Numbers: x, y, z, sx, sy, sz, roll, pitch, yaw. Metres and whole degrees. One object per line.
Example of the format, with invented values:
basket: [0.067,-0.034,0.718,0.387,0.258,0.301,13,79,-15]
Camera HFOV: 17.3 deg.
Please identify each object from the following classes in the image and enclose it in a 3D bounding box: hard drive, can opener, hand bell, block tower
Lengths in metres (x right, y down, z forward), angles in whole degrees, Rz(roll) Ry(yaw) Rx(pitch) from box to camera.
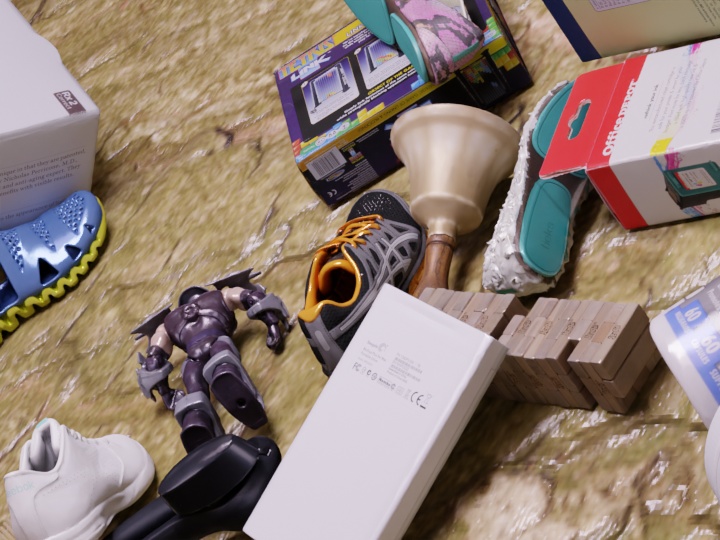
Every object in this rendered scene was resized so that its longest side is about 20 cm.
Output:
hard drive: [0.008,0.117,1.611,0.132,0.026,0.200,27,86,53]
can opener: [-0.136,0.179,1.704,0.200,0.079,0.063,-37,24,25]
hand bell: [0.059,-0.012,1.749,0.104,0.104,0.201,-13,53,34]
block tower: [0.114,0.054,1.617,0.200,0.054,0.058,5,51,49]

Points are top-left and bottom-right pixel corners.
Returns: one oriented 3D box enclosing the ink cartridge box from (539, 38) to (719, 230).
ink cartridge box: [0.237,-0.100,1.674,0.200,0.067,0.116,-10,41,37]

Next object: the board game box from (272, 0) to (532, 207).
board game box: [0.031,-0.161,1.965,0.200,0.057,0.165,-31,31,11]

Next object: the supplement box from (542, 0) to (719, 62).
supplement box: [0.242,-0.281,1.721,0.199,0.134,0.200,-8,43,39]

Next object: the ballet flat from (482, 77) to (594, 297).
ballet flat: [0.130,-0.060,1.736,0.072,0.072,0.200,-10,42,37]

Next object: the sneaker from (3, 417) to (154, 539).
sneaker: [-0.211,0.144,1.748,0.075,0.089,0.200,-23,10,14]

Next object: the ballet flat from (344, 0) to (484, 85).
ballet flat: [0.045,-0.210,1.910,0.071,0.069,0.200,-23,34,-11]

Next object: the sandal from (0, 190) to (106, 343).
sandal: [-0.310,-0.003,2.077,0.200,0.087,0.079,-42,30,-10]

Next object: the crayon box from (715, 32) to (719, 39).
crayon box: [0.303,-0.229,1.780,0.119,0.058,0.200,-33,32,8]

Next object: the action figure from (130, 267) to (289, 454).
action figure: [-0.116,0.069,1.817,0.130,0.069,0.200,-38,28,13]

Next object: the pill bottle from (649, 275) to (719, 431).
pill bottle: [0.286,0.026,1.427,0.200,0.114,0.114,-33,32,8]

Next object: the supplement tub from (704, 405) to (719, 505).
supplement tub: [0.280,0.140,1.274,0.132,0.132,0.200,-36,33,3]

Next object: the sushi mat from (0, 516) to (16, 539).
sushi mat: [-0.248,0.232,1.754,0.096,0.012,0.200,-52,24,-7]

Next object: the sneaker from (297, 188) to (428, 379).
sneaker: [0.000,0.000,1.776,0.078,0.077,0.200,-23,34,25]

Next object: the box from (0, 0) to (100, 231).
box: [-0.367,-0.129,2.118,0.200,0.131,0.199,-17,48,-31]
